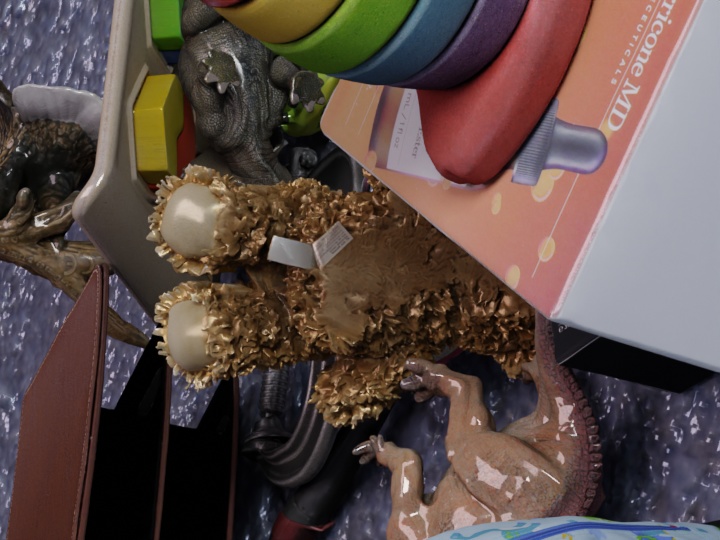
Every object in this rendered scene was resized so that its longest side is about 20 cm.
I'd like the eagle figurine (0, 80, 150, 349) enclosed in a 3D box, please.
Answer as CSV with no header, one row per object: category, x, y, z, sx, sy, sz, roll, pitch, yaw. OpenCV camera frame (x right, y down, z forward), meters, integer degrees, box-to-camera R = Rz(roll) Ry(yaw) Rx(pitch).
eagle figurine,-0.182,-0.057,1.559,0.150,0.152,0.200,-14,31,5

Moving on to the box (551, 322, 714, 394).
box,0.161,-0.057,1.182,0.200,0.079,0.142,-36,52,43

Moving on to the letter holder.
letter holder,-0.112,0.115,1.423,0.142,0.100,0.201,121,158,-46

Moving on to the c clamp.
c clamp,-0.030,0.021,1.457,0.171,0.027,0.201,140,139,-59

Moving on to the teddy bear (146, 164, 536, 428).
teddy bear,0.000,0.000,1.306,0.067,0.199,0.146,67,-176,-88

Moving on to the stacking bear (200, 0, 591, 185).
stacking bear,-0.022,-0.126,1.037,0.114,0.199,0.122,-50,40,31

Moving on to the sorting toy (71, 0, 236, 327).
sorting toy,-0.091,-0.083,1.491,0.036,0.185,0.201,2,66,16

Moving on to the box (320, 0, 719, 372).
box,0.095,-0.074,1.123,0.200,0.106,0.153,41,110,54

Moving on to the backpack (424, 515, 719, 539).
backpack,0.081,0.167,1.087,0.154,0.199,0.164,25,95,57

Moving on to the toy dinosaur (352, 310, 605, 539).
toy dinosaur,0.062,0.112,1.245,0.200,0.086,0.136,-57,36,21

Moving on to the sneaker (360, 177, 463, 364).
sneaker,0.028,-0.047,1.374,0.080,0.074,0.201,-8,70,53

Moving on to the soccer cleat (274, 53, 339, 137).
soccer cleat,0.004,-0.128,1.458,0.200,0.083,0.065,120,140,-55

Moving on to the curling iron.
curling iron,-0.028,0.130,1.418,0.200,0.025,0.050,-57,14,21

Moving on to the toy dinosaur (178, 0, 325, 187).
toy dinosaur,-0.064,-0.113,1.414,0.102,0.077,0.201,-28,69,62
